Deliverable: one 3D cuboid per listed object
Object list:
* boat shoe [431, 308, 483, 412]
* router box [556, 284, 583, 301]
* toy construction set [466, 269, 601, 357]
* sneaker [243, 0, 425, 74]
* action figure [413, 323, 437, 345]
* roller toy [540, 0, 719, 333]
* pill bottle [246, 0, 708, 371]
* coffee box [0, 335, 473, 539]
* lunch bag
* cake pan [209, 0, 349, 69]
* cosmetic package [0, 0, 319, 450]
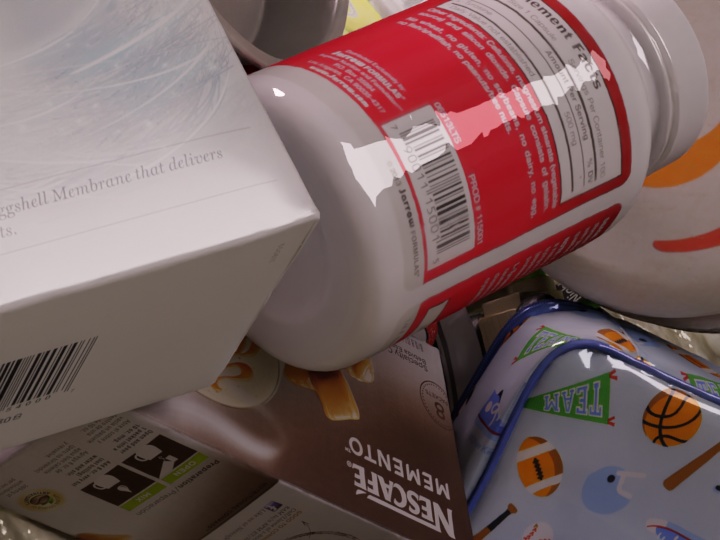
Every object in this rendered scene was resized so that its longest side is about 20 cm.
[{"bbox_3d":[0.000,0.000,1.219,0.056,0.069,0.201,-15,75,-24],"label":"boat shoe"},{"bbox_3d":[0.102,-0.084,1.312,0.200,0.149,0.051,46,7,-43],"label":"router box"},{"bbox_3d":[0.099,0.065,1.256,0.131,0.092,0.201,-2,61,-57],"label":"toy construction set"},{"bbox_3d":[-0.042,-0.118,1.199,0.200,0.090,0.078,40,-26,47],"label":"sneaker"},{"bbox_3d":[-0.034,-0.018,1.116,0.199,0.099,0.066,26,42,-30],"label":"action figure"},{"bbox_3d":[0.146,-0.064,1.179,0.183,0.200,0.140,51,9,15],"label":"roller toy"},{"bbox_3d":[0.037,-0.047,1.029,0.199,0.112,0.113,-26,81,-37],"label":"pill bottle"},{"bbox_3d":[-0.055,0.056,1.047,0.200,0.080,0.115,29,39,-37],"label":"coffee box"},{"bbox_3d":[0.112,0.112,1.152,0.199,0.161,0.076,25,9,-20],"label":"lunch bag"},{"bbox_3d":[-0.065,-0.165,1.041,0.200,0.037,0.201,46,35,-46],"label":"cake pan"},{"bbox_3d":[-0.154,-0.048,0.887,0.199,0.123,0.201,-17,68,-30],"label":"cosmetic package"}]
